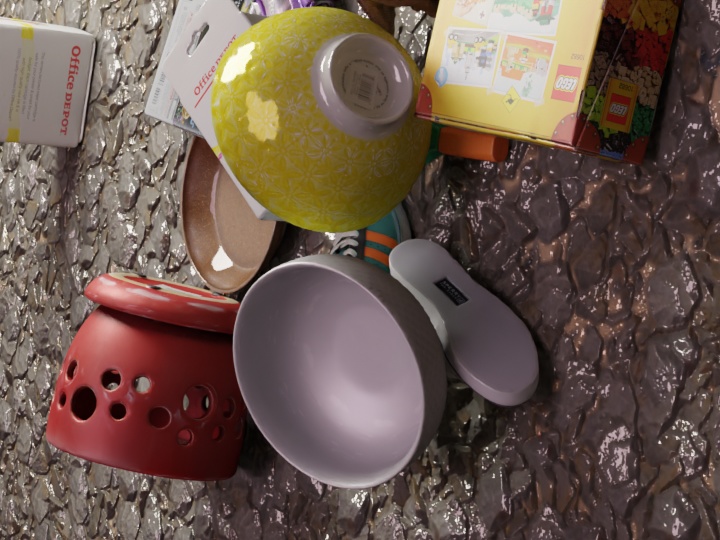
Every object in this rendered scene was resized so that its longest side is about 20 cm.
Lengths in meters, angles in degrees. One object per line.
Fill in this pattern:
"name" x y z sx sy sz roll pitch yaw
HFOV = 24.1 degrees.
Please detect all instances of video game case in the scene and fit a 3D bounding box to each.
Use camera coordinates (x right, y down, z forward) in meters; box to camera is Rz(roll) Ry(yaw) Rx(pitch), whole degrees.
"video game case" -0.156 -0.244 1.784 0.182 0.023 0.201 25 98 57

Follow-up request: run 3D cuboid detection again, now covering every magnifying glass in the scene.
"magnifying glass" 0.062 -0.118 1.502 0.200 0.022 0.080 14 99 53

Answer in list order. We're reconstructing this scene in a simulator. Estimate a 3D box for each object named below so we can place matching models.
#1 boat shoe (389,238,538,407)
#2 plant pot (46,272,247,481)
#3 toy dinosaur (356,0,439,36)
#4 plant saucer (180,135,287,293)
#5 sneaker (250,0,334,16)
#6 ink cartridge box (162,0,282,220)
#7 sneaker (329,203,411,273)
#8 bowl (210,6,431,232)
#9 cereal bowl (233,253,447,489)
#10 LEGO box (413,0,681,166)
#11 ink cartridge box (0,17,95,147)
"boat shoe" 0.086 0.057 1.431 0.200 0.071 0.070 48 153 40
"plant pot" -0.205 0.106 1.723 0.200 0.200 0.183 18 95 54
"toy dinosaur" 0.034 -0.269 1.454 0.200 0.135 0.086 -51 49 41
"plant saucer" -0.124 -0.076 1.752 0.200 0.037 0.202 -3 86 55
"sneaker" -0.062 -0.261 1.648 0.088 0.080 0.201 -14 81 47
"ink cartridge box" -0.091 -0.158 1.575 0.115 0.068 0.200 -50 61 29
"sneaker" 0.000 0.000 1.530 0.071 0.080 0.201 -33 61 50
"bowl" -0.015 -0.141 1.415 0.108 0.199 0.201 -31 63 58
"cereal bowl" -0.007 0.077 1.425 0.199 0.083 0.201 14 116 32
"LEGO box" 0.144 -0.174 1.327 0.200 0.077 0.150 20 98 52
"ink cartridge box" -0.440 -0.235 2.071 0.083 0.199 0.146 28 111 55
